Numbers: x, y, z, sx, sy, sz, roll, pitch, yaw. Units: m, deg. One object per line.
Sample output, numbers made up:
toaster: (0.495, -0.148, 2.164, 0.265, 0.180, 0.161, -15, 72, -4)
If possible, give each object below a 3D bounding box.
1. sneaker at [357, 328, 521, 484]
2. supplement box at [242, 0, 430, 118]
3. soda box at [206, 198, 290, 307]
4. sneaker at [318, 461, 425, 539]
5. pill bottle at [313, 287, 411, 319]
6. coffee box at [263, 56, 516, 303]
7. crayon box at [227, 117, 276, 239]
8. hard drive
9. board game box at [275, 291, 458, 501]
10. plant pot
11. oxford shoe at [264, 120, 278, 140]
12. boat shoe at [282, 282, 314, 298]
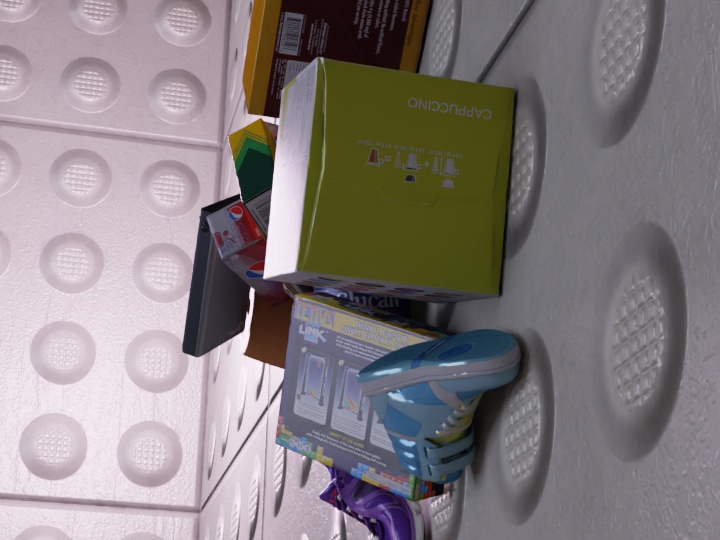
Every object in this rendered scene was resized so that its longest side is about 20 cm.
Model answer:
sneaker: (0.091, 0.130, 1.284, 0.199, 0.079, 0.132, -14, 101, 54)
supplement box: (-0.033, -0.294, 1.733, 0.133, 0.197, 0.200, -107, 26, -64)
soda box: (-0.131, -0.021, 1.835, 0.071, 0.063, 0.200, 66, -173, 24)
sneaker: (0.004, 0.251, 1.503, 0.201, 0.083, 0.081, 54, 145, 39)
pill bottle: (0.000, 0.000, 1.582, 0.111, 0.110, 0.203, 180, 86, -78)
coffee box: (0.023, -0.081, 1.370, 0.198, 0.197, 0.203, 168, 108, -76)
crayon box: (-0.092, -0.071, 1.800, 0.201, 0.058, 0.173, 58, -173, -34)
hard drive: (-0.186, 0.003, 1.892, 0.139, 0.033, 0.202, -31, -46, -63)
board game box: (0.007, 0.125, 1.442, 0.199, 0.056, 0.168, 17, 102, 39)
plant pot: (-0.095, 0.060, 2.003, 0.200, 0.138, 0.203, -174, 90, -77)
oxford shoe: (-0.072, -0.141, 1.928, 0.070, 0.200, 0.075, -40, 42, 4)
boat shoe: (-0.060, 0.014, 1.663, 0.200, 0.071, 0.077, 37, -124, -58)
